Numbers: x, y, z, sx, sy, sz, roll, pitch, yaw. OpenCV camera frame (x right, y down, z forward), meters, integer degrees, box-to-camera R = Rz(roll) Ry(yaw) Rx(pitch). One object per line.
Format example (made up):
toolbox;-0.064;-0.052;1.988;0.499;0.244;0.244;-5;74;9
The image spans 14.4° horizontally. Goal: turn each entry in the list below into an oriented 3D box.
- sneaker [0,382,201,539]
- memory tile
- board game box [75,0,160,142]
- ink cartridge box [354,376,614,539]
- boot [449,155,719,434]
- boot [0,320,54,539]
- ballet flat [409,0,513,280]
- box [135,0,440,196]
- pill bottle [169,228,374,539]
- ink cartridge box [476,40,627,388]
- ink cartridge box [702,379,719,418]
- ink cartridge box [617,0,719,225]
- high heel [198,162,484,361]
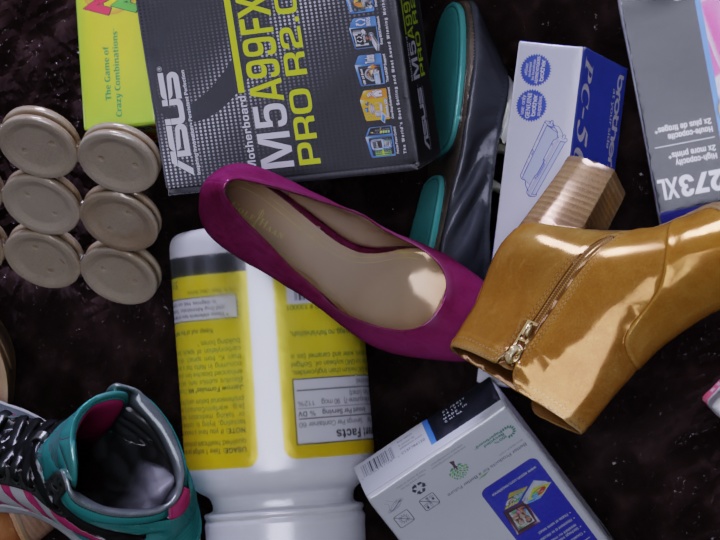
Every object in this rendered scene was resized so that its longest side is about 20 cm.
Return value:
sneaker;-0.179;0.104;1.639;0.200;0.121;0.084;23;59;2
memory tile;-0.214;-0.049;1.721;0.199;0.154;0.017;12;48;8
board game box;-0.135;-0.182;1.724;0.047;0.102;0.201;-4;87;14
ink cartridge box;0.089;0.161;1.684;0.099;0.039;0.200;-34;122;4
boot;0.159;0.029;1.575;0.201;0.071;0.144;21;77;30
boot;-0.273;0.098;1.748;0.155;0.077;0.200;-30;97;1
ballet flat;0.068;-0.060;1.718;0.073;0.073;0.201;8;83;8
box;-0.047;-0.150;1.642;0.160;0.044;0.201;-5;100;19
pill bottle;-0.051;0.074;1.699;0.114;0.114;0.201;-4;87;7
ink cartridge box;0.114;-0.029;1.688;0.044;0.094;0.201;6;88;22
ink cartridge box;0.295;0.032;1.639;0.083;0.147;0.200;44;93;4
ink cartridge box;0.215;-0.094;1.712;0.094;0.037;0.201;-11;88;6
high heel;0.000;0.000;1.602;0.199;0.096;0.068;20;83;-3
